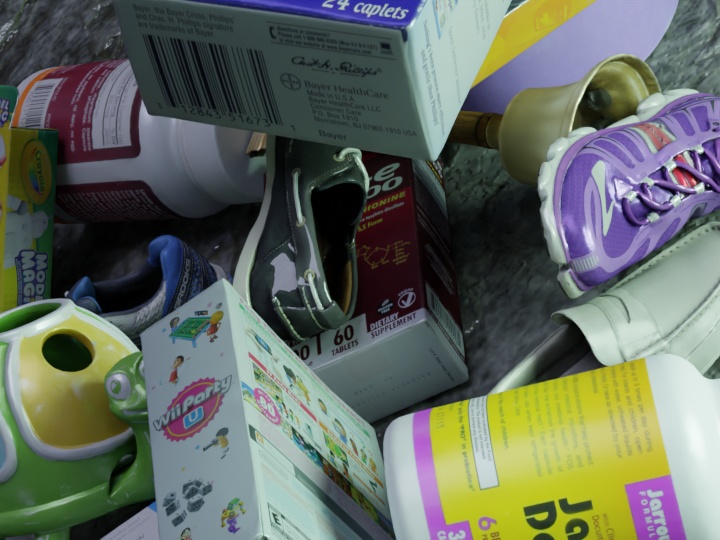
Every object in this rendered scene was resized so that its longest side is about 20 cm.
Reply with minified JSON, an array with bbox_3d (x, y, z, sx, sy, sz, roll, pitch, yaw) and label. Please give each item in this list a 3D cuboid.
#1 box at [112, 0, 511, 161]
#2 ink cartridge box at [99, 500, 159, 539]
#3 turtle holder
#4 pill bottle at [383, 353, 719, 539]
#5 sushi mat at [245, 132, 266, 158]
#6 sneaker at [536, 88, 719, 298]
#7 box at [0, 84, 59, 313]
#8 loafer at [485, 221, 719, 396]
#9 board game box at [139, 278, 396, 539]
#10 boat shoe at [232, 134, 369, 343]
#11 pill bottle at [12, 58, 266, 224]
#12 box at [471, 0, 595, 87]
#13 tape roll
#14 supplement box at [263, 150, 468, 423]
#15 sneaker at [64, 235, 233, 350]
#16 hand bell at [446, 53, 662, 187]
[{"bbox_3d":[-0.013,-0.178,1.159,0.182,0.105,0.201,10,52,21],"label":"box"},{"bbox_3d":[-0.087,0.204,1.089,0.116,0.068,0.201,-36,30,14],"label":"ink cartridge box"},{"bbox_3d":[-0.179,0.092,1.201,0.140,0.133,0.185,-20,11,-13],"label":"turtle holder"},{"bbox_3d":[0.117,0.102,1.014,0.198,0.105,0.105,-14,42,8],"label":"pill bottle"},{"bbox_3d":[-0.016,-0.167,1.352,0.095,0.012,0.202,-9,56,48],"label":"sushi mat"},{"bbox_3d":[0.166,-0.053,1.117,0.083,0.081,0.200,-3,25,43],"label":"sneaker"},{"bbox_3d":[-0.264,-0.028,1.418,0.117,0.048,0.202,8,98,42],"label":"box"},{"bbox_3d":[0.134,0.044,1.100,0.200,0.070,0.070,-45,38,-9],"label":"loafer"},{"bbox_3d":[-0.041,0.121,1.064,0.064,0.148,0.201,-33,34,14],"label":"board game box"},{"bbox_3d":[-0.019,-0.049,1.215,0.067,0.072,0.202,-15,51,36],"label":"boat shoe"},{"bbox_3d":[-0.144,-0.092,1.425,0.198,0.114,0.115,-1,50,38],"label":"pill bottle"},{"bbox_3d":[0.050,-0.165,1.229,0.199,0.042,0.119,-36,51,-15],"label":"box"},{"bbox_3d":[0.104,-0.189,1.350,0.199,0.085,0.201,-23,40,20],"label":"tape roll"},{"bbox_3d":[0.000,0.000,1.260,0.108,0.061,0.201,-25,38,16],"label":"supplement box"},{"bbox_3d":[-0.176,0.049,1.331,0.200,0.085,0.077,-40,38,-2],"label":"sneaker"},{"bbox_3d":[0.071,-0.085,1.223,0.199,0.104,0.105,11,58,39],"label":"hand bell"}]
